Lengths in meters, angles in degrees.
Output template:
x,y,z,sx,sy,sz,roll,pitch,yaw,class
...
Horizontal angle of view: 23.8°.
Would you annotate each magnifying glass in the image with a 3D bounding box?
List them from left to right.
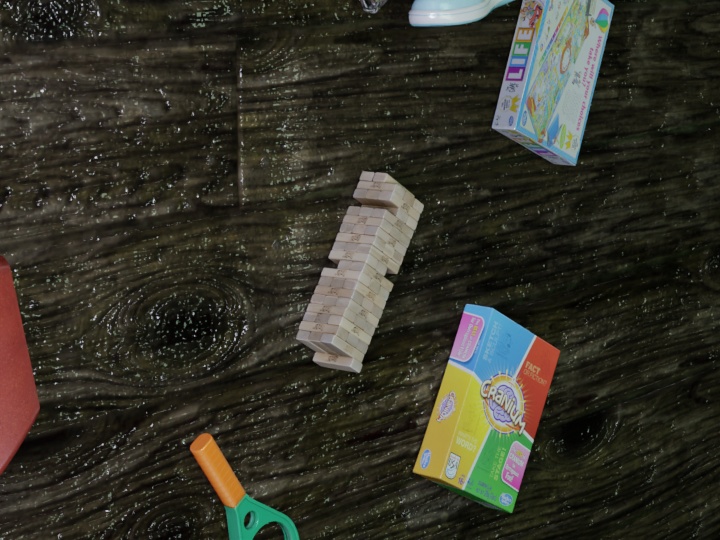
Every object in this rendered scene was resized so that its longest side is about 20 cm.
x,y,z,sx,sy,sz,roll,pitch,yaw,class
-0.115,0.238,1.667,0.080,0.022,0.200,-49,131,-31,magnifying glass

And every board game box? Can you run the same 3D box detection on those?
x,y,z,sx,sy,sz,roll,pitch,yaw,class
0.145,0.158,1.933,0.153,0.040,0.200,30,73,-47,board game box
0.224,-0.237,1.966,0.134,0.034,0.200,23,78,-48,board game box

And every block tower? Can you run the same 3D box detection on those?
x,y,z,sx,sy,sz,roll,pitch,yaw,class
0.000,0.000,1.733,0.058,0.054,0.200,35,69,-45,block tower

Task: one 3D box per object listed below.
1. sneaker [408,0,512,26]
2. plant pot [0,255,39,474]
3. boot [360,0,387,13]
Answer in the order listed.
x,y,z,sx,sy,sz,roll,pitch,yaw,class
0.106,-0.333,1.786,0.200,0.079,0.131,-36,124,-51,sneaker
-0.352,0.075,1.253,0.176,0.199,0.200,-35,122,-53,plant pot
-0.010,-0.324,1.666,0.200,0.069,0.174,-46,136,-25,boot
